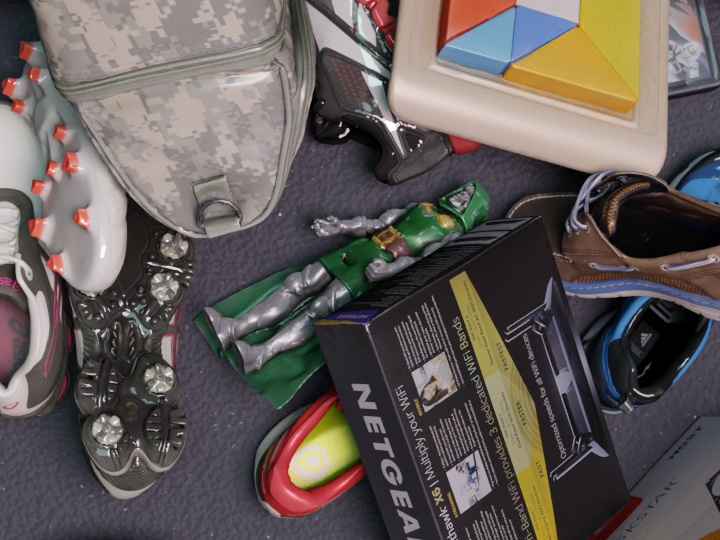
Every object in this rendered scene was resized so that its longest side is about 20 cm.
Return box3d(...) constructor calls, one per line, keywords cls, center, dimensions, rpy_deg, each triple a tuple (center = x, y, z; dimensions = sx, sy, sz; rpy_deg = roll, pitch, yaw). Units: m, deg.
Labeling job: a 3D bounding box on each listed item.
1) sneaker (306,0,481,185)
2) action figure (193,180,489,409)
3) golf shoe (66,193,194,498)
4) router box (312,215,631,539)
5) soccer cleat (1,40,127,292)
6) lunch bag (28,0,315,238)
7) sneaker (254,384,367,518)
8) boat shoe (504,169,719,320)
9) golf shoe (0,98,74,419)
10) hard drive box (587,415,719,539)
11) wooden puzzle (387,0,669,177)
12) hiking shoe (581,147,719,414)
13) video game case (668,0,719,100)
box3d(cls="sneaker", center=(-0.010, -0.138, 0.883), dimensions=(0.098, 0.071, 0.201), rpy_deg=(-39, 85, -1))
box3d(cls="action figure", center=(0.000, 0.000, 0.867), dimensions=(0.199, 0.118, 0.055), rpy_deg=(-31, 132, -18))
box3d(cls="golf shoe", center=(-0.146, 0.040, 0.841), dimensions=(0.076, 0.088, 0.202), rpy_deg=(6, 60, -13))
box3d(cls="router box", center=(0.073, 0.089, 0.828), dimensions=(0.157, 0.052, 0.202), rpy_deg=(-29, 106, -37))
box3d(cls="soccer cleat", center=(-0.157, -0.066, 0.812), dimensions=(0.077, 0.069, 0.201), rpy_deg=(13, 38, -36))
box3d(cls="lunch bag", center=(-0.096, -0.132, 0.784), dimensions=(0.138, 0.201, 0.169), rpy_deg=(-10, 122, 1))
box3d(cls="sneaker", center=(0.017, 0.083, 0.860), dimensions=(0.077, 0.085, 0.200), rpy_deg=(44, 81, -3))
box3d(cls="boat shoe", center=(0.165, -0.027, 0.843), dimensions=(0.073, 0.199, 0.072), rpy_deg=(-58, 135, -22))
box3d(cls="golf shoe", center=(-0.211, -0.011, 0.837), dimensions=(0.076, 0.088, 0.202), rpy_deg=(-7, 85, -7))
box3d(cls="hard drive box", center=(0.216, 0.169, 0.822), dimensions=(0.156, 0.200, 0.077), rpy_deg=(-44, 91, -10))
box3d(cls="wooden puzzle", center=(0.115, -0.169, 0.864), dimensions=(0.183, 0.037, 0.202), rpy_deg=(14, 69, -14))
box3d(cls="hiking shoe", center=(0.215, 0.009, 0.890), dimensions=(0.074, 0.087, 0.201), rpy_deg=(31, 83, -11))
box3d(cls="video game case", center=(0.138, -0.204, 0.932), dimensions=(0.179, 0.025, 0.202), rpy_deg=(-12, 87, -9))
